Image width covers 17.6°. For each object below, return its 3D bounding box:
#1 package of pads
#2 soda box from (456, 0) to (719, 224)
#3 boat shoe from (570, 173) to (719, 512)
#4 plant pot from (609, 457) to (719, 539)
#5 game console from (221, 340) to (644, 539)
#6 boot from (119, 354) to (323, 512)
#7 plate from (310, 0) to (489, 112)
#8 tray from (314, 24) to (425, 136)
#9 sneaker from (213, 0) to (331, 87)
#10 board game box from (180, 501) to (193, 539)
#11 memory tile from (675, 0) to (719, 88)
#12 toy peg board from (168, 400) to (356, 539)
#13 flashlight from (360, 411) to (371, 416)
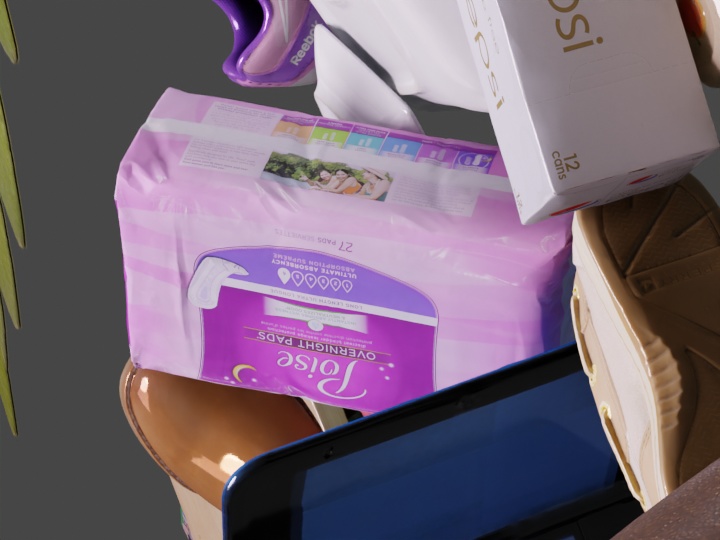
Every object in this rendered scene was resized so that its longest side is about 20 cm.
[{"bbox_3d":[0.000,0.000,0.990,0.076,0.199,0.121,-66,-19,-48],"label":"package of pads"},{"bbox_3d":[0.064,-0.124,0.827,0.068,0.063,0.201,124,130,-81],"label":"soda box"},{"bbox_3d":[0.127,0.058,0.846,0.069,0.073,0.201,99,158,-61],"label":"boat shoe"},{"bbox_3d":[0.130,0.127,0.671,0.187,0.199,0.188,162,90,-73],"label":"plant pot"},{"bbox_3d":[0.053,0.133,0.923,0.118,0.199,0.171,141,110,-72],"label":"game console"},{"bbox_3d":[-0.024,0.111,1.110,0.200,0.074,0.155,41,177,-16],"label":"boot"},{"bbox_3d":[-0.012,-0.142,0.983,0.200,0.032,0.200,54,176,-8],"label":"plate"},{"bbox_3d":[0.028,-0.013,1.072,0.107,0.022,0.201,50,168,54],"label":"tray"},{"bbox_3d":[-0.052,-0.176,1.135,0.080,0.088,0.201,175,78,-74],"label":"sneaker"},{"bbox_3d":[-0.091,0.233,1.785,0.135,0.029,0.200,96,152,-52],"label":"board game box"},{"bbox_3d":[0.135,-0.119,0.722,0.200,0.017,0.154,-151,45,-66],"label":"memory tile"},{"bbox_3d":[-0.026,0.110,1.382,0.199,0.097,0.201,-42,67,55],"label":"toy peg board"},{"bbox_3d":[0.020,0.072,1.126,0.200,0.068,0.068,40,156,36],"label":"flashlight"}]
